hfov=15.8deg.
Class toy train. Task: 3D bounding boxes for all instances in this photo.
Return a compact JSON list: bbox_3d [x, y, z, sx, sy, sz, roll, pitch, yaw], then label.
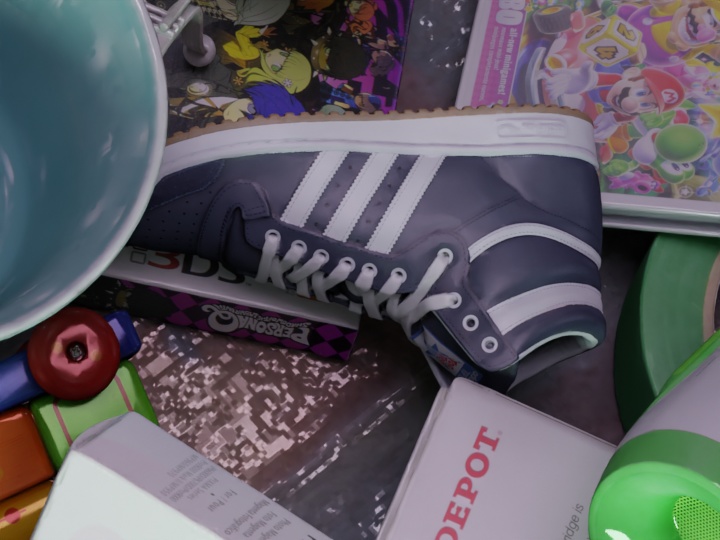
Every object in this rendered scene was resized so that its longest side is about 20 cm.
[{"bbox_3d":[-0.159,0.101,0.952,0.199,0.085,0.116,-24,87,-15],"label":"toy train"}]

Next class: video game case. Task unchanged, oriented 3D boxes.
[{"bbox_3d":[0.141,-0.074,1.075,0.199,0.018,0.144,6,51,10],"label":"video game case"},{"bbox_3d":[-0.075,-0.074,1.069,0.180,0.036,0.201,13,62,-4],"label":"video game case"}]

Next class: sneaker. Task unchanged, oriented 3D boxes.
[{"bbox_3d":[0.000,0.000,0.988,0.199,0.070,0.109,-5,73,-8],"label":"sneaker"}]

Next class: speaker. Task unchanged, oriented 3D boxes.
[{"bbox_3d":[0.163,0.053,0.939,0.088,0.089,0.200,41,45,11],"label":"speaker"}]

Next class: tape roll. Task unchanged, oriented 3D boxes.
[{"bbox_3d":[0.205,0.040,1.056,0.199,0.048,0.202,4,63,-9],"label":"tape roll"}]

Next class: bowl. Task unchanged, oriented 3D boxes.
[{"bbox_3d":[-0.176,-0.045,0.917,0.199,0.105,0.202,8,64,-16],"label":"bowl"}]

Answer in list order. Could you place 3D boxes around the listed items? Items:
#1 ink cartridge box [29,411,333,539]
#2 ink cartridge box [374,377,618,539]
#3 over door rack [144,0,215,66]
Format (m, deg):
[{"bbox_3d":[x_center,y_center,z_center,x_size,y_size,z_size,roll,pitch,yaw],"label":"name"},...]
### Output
[{"bbox_3d":[-0.035,0.165,0.881,0.199,0.163,0.057,33,28,15],"label":"ink cartridge box"},{"bbox_3d":[0.091,0.151,0.958,0.199,0.086,0.148,24,60,4],"label":"ink cartridge box"},{"bbox_3d":[-0.111,-0.150,1.051,0.147,0.067,0.200,24,49,4],"label":"over door rack"}]
